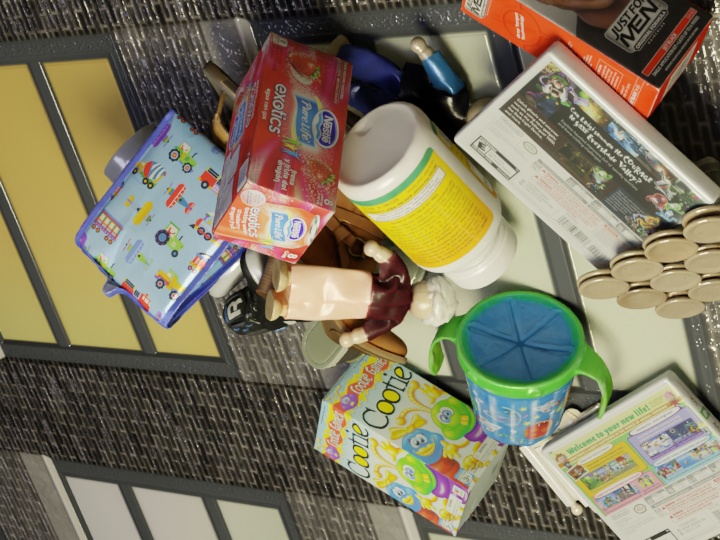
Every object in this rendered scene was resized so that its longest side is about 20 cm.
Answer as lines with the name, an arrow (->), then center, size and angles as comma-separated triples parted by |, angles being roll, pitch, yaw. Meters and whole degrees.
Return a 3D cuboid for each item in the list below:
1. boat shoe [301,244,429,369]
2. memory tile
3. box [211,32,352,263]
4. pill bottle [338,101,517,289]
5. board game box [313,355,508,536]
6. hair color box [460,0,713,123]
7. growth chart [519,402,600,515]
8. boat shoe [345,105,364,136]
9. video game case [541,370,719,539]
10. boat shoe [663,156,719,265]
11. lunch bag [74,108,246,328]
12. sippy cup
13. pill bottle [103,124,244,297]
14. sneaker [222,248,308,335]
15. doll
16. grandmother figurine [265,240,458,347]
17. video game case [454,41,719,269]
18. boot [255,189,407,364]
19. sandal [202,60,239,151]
boat shoe -> 0.014, 0.038, 1.755 | 0.201, 0.060, 0.072 | -43, 66, 30
memory tile -> 0.313, -0.005, 1.456 | 0.153, 0.017, 0.200 | 13, 153, -29
box -> -0.076, -0.122, 1.533 | 0.095, 0.201, 0.100 | 19, 141, -18
pill bottle -> 0.072, -0.069, 1.561 | 0.112, 0.113, 0.200 | -7, 143, 40
board game box -> 0.059, 0.198, 1.802 | 0.199, 0.103, 0.105 | 30, 143, 16
hair color box -> 0.200, -0.230, 1.381 | 0.200, 0.102, 0.061 | 33, 156, 12
growth chart -> 0.269, 0.208, 1.721 | 0.200, 0.018, 0.145 | -21, 106, 44
boat shoe -> -0.036, -0.144, 1.661 | 0.199, 0.060, 0.072 | 28, 134, 18
video game case -> 0.320, 0.216, 1.661 | 0.182, 0.022, 0.200 | 47, 133, -5
boat shoe -> 0.294, -0.042, 1.489 | 0.200, 0.070, 0.064 | -48, 55, 55
lunch bag -> -0.209, -0.046, 1.686 | 0.150, 0.200, 0.094 | 41, 176, 15
sippy cup -> 0.170, 0.114, 1.655 | 0.178, 0.139, 0.131 | 47, 155, 37
pill bottle -> -0.199, -0.073, 1.800 | 0.200, 0.112, 0.112 | 44, 137, 2
sneaker -> -0.117, 0.033, 1.751 | 0.111, 0.200, 0.073 | -20, 69, 16
doll -> 0.055, -0.180, 1.573 | 0.199, 0.048, 0.137 | 23, 133, 23
grandmother figurine -> 0.007, 0.023, 1.603 | 0.199, 0.061, 0.122 | 6, 127, -15
video game case -> 0.204, -0.099, 1.424 | 0.200, 0.023, 0.182 | 42, 148, -5
boot -> 0.000, 0.000, 1.668 | 0.200, 0.155, 0.074 | 33, 168, -24
sandal -> -0.133, -0.142, 1.703 | 0.082, 0.055, 0.200 | 41, 160, 37
